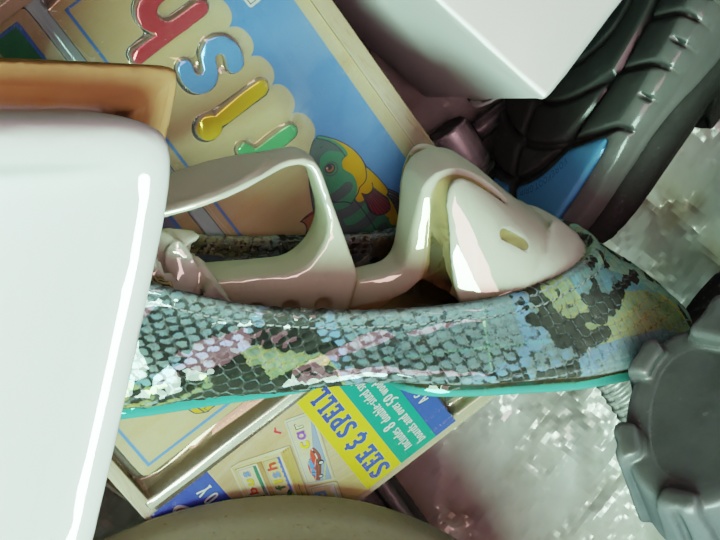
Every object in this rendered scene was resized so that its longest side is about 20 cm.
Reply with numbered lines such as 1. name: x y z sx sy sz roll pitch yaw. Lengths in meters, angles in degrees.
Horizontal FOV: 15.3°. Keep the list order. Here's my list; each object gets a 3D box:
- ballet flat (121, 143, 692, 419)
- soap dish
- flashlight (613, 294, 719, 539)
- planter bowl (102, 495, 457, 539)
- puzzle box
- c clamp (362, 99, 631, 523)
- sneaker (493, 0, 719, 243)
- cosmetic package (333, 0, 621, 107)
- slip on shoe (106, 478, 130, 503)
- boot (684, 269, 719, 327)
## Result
1. ballet flat: 0.000 0.000 0.713 0.199 0.074 0.075 -5 102 -21
2. soap dish: -0.137 0.037 0.630 0.157 0.081 0.201 -2 116 -38
3. flashlight: 0.114 0.087 0.776 0.068 0.068 0.200 -33 149 0
4. planter bowl: -0.021 0.185 0.765 0.199 0.135 0.201 -7 122 -11
5. puzzle box: -0.043 -0.010 0.745 0.133 0.025 0.200 -37 123 1
6. c clamp: 0.060 0.045 0.843 0.170 0.027 0.200 -31 105 -6
7. sneaker: 0.116 -0.082 0.803 0.082 0.073 0.200 35 87 -32
8. cosmetic package: -0.013 -0.140 0.748 0.200 0.108 0.085 40 81 -18
9. slip on shoe: -0.068 -0.019 0.780 0.076 0.061 0.201 -8 101 -4
10. boot: 0.177 0.019 0.829 0.132 0.070 0.200 -58 142 -20
